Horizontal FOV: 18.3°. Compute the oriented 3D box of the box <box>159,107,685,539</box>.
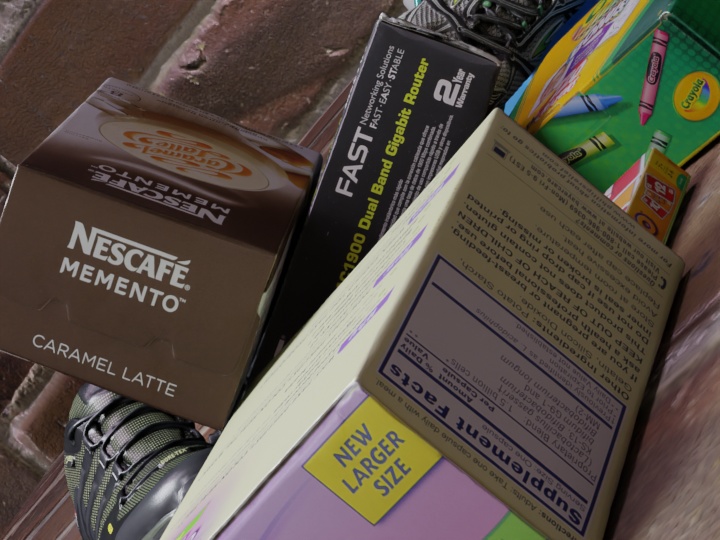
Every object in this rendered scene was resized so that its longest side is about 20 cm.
[{"bbox_3d":[0.013,0.069,0.800,0.176,0.097,0.200,-48,6,32],"label":"box"}]

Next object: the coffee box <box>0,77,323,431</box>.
[{"bbox_3d":[-0.087,-0.014,0.981,0.200,0.114,0.080,-77,6,-74],"label":"coffee box"}]

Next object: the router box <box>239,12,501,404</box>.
[{"bbox_3d":[0.000,0.000,1.034,0.150,0.062,0.201,104,-175,-80],"label":"router box"}]

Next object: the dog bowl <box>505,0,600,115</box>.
[{"bbox_3d":[0.115,-0.096,1.209,0.200,0.049,0.111,-51,6,1],"label":"dog bowl"}]

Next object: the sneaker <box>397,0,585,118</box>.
[{"bbox_3d":[0.072,-0.140,1.183,0.085,0.078,0.200,-46,8,36],"label":"sneaker"}]

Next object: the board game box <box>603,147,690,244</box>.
[{"bbox_3d":[0.062,0.037,0.953,0.200,0.030,0.096,-50,6,39],"label":"board game box"}]

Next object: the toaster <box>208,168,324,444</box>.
[{"bbox_3d":[-0.020,0.035,1.174,0.200,0.113,0.129,-54,3,-9],"label":"toaster"}]

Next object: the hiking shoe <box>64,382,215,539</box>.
[{"bbox_3d":[-0.101,0.091,1.003,0.075,0.101,0.200,-23,-5,-22],"label":"hiking shoe"}]

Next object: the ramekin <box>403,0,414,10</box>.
[{"bbox_3d":[0.129,-0.205,1.380,0.200,0.105,0.200,-49,0,0],"label":"ramekin"}]

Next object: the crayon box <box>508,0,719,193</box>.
[{"bbox_3d":[0.130,-0.090,1.015,0.119,0.058,0.200,-57,8,-34],"label":"crayon box"}]

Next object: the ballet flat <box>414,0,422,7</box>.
[{"bbox_3d":[0.061,-0.079,1.308,0.068,0.068,0.201,-84,-3,-75],"label":"ballet flat"}]
